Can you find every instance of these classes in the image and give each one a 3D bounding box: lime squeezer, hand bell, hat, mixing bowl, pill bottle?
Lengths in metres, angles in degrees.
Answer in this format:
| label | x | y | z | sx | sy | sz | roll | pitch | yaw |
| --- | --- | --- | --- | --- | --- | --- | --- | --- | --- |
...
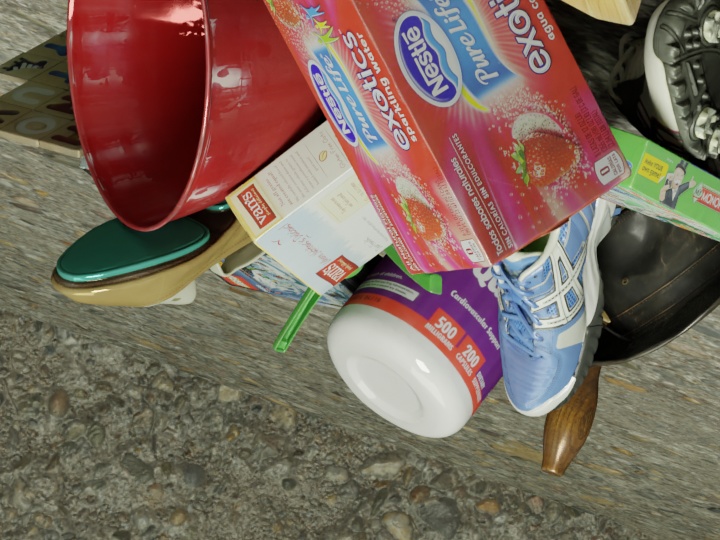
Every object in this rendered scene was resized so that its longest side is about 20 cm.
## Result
| label | x | y | z | sx | sy | sz | roll | pitch | yaw |
| --- | --- | --- | --- | --- | --- | --- | --- | --- | --- |
| lime squeezer | 0.000 | 0.000 | 1.537 | 0.037 | 0.071 | 0.200 | -6 | 171 | -33 |
| hand bell | 0.166 | 0.047 | 1.685 | 0.103 | 0.201 | 0.104 | 18 | 169 | 4 |
| hat | 0.198 | -0.014 | 1.561 | 0.081 | 0.200 | 0.201 | 57 | 164 | -3 |
| mixing bowl | -0.082 | -0.125 | 1.376 | 0.108 | 0.202 | 0.200 | -4 | -179 | -28 |
| pill bottle | 0.074 | 0.007 | 1.611 | 0.112 | 0.200 | 0.113 | 32 | 154 | 17 |

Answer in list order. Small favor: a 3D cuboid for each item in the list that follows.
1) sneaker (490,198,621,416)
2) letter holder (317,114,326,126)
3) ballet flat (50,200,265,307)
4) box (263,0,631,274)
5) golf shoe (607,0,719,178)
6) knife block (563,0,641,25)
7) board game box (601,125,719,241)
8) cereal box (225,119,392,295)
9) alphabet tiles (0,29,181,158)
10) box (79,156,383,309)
| label | x | y | z | sx | sy | sz | roll | pitch | yaw |
| --- | --- | --- | --- | --- | --- | --- | --- | --- | --- |
| sneaker | 0.108 | 0.001 | 1.500 | 0.077 | 0.202 | 0.075 | -18 | -147 | -40 |
| letter holder | -0.044 | -0.103 | 1.584 | 0.199 | 0.101 | 0.142 | 10 | 164 | 41 |
| ballet flat | -0.095 | -0.015 | 1.420 | 0.068 | 0.199 | 0.063 | 25 | 135 | 39 |
| box | 0.033 | -0.106 | 1.177 | 0.201 | 0.095 | 0.100 | 62 | 159 | -9 |
| golf shoe | 0.169 | -0.099 | 1.303 | 0.088 | 0.078 | 0.200 | 20 | 170 | 21 |
| knife block | 0.089 | -0.183 | 1.045 | 0.199 | 0.064 | 0.175 | 24 | 169 | -25 |
| board game box | 0.142 | -0.056 | 1.330 | 0.134 | 0.029 | 0.200 | 22 | -179 | 33 |
| cereal box | 0.028 | -0.071 | 1.385 | 0.040 | 0.199 | 0.144 | 55 | -176 | 19 |
| alphabet tiles | -0.152 | -0.123 | 1.532 | 0.166 | 0.008 | 0.200 | 16 | -146 | 31 |
| box | -0.078 | -0.033 | 1.608 | 0.136 | 0.040 | 0.200 | 11 | 163 | 33 |
